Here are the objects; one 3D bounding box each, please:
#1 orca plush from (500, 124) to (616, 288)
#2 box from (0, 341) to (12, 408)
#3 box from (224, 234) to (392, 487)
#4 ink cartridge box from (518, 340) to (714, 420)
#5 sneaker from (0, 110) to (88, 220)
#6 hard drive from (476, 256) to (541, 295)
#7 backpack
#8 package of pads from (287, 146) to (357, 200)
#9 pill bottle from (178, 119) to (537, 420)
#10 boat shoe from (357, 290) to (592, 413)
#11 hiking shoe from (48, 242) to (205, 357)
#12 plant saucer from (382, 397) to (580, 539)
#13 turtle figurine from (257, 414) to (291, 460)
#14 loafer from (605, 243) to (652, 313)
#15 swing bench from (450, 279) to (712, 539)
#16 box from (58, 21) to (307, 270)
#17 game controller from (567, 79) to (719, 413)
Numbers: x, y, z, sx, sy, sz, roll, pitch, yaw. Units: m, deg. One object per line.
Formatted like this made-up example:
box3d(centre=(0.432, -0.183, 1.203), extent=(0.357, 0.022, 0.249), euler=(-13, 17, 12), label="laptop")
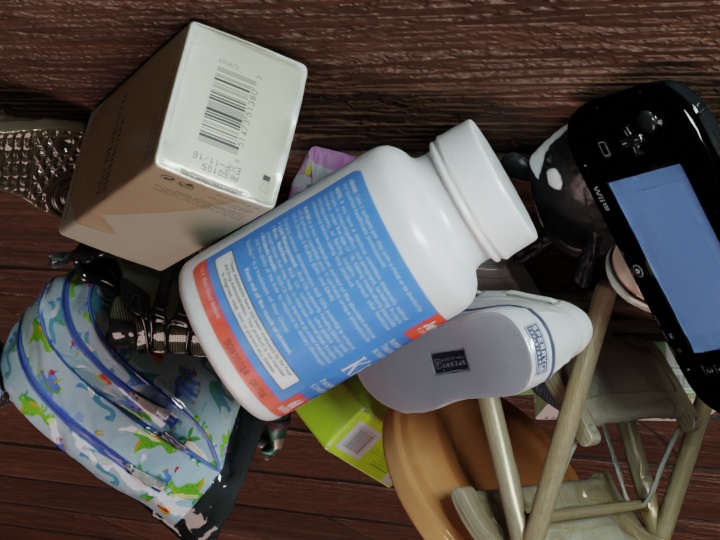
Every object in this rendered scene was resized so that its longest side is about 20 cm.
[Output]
box3d(centre=(0.127, -0.025, 1.119), extent=(0.104, 0.072, 0.200), euler=(15, 163, -10), label="orca plush")
box3d(centre=(-0.318, -0.004, 1.297), extent=(0.037, 0.201, 0.137), euler=(-25, 154, 8), label="box")
box3d(centre=(-0.041, 0.068, 1.383), extent=(0.200, 0.048, 0.122), euler=(50, -175, 32), label="box")
box3d(centre=(0.211, 0.101, 1.476), extent=(0.144, 0.048, 0.200), euler=(2, 162, -6), label="ink cartridge box")
box3d(centre=(-0.238, -0.086, 1.215), extent=(0.198, 0.071, 0.076), euler=(7, -153, -31), label="sneaker")
box3d(centre=(0.071, 0.017, 1.375), extent=(0.131, 0.027, 0.200), euler=(6, 163, 19), label="hard drive")
box3d(centre=(-0.164, 0.085, 1.325), extent=(0.198, 0.164, 0.154), euler=(25, 125, -5), label="backpack")
box3d(centre=(0.000, 0.000, 1.233), extent=(0.119, 0.076, 0.200), euler=(17, 152, -1), label="package of pads")
box3d(centre=(0.001, -0.004, 1.078), extent=(0.199, 0.113, 0.112), euler=(-30, 152, 10), label="pill bottle")
box3d(centre=(0.067, 0.049, 1.142), extent=(0.065, 0.074, 0.199), euler=(-18, -169, -34), label="boat shoe")
box3d(centre=(-0.123, 0.036, 1.239), extent=(0.200, 0.100, 0.076), euler=(40, 153, 23), label="hiking shoe")
box3d(centre=(0.101, 0.156, 1.286), extent=(0.199, 0.201, 0.037), euler=(24, 125, -35), label="plant saucer")
box3d(centre=(-0.094, 0.070, 1.555), extent=(0.150, 0.100, 0.200), euler=(50, 175, 23), label="turtle figurine")
box3d(centre=(0.245, -0.010, 1.088), extent=(0.198, 0.072, 0.063), euler=(5, 142, -22), label="loafer")
box3d(centre=(0.163, 0.111, 1.231), extent=(0.129, 0.202, 0.198), euler=(-1, 177, 37), label="swing bench")
box3d(centre=(-0.113, -0.070, 1.104), extent=(0.077, 0.096, 0.200), euler=(19, 161, -21), label="box")
box3d(centre=(0.185, -0.009, 0.993), extent=(0.104, 0.042, 0.201), euler=(-18, 103, 50), label="game controller")
